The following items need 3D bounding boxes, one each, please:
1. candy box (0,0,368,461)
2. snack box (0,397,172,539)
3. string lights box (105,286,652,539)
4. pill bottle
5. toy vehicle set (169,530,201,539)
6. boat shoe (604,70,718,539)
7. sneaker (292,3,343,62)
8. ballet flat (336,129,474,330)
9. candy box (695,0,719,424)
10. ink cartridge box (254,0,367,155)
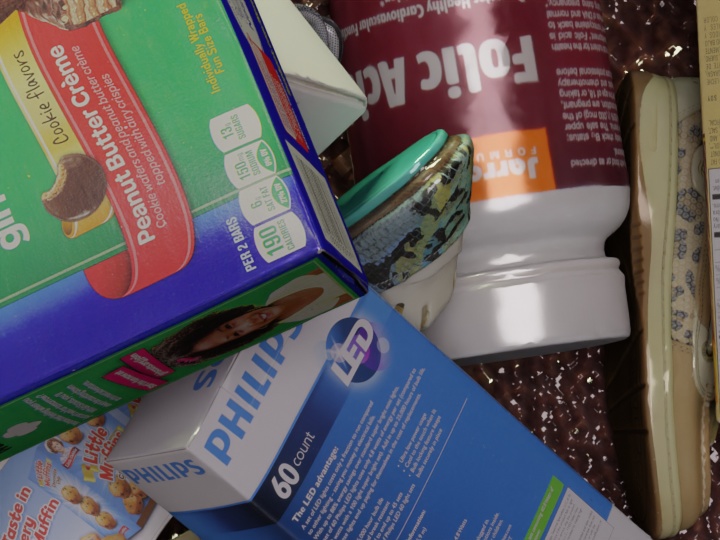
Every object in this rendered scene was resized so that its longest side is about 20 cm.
[{"bbox_3d":[-0.122,-0.030,0.960,0.200,0.077,0.169,-26,72,8],"label":"candy box"},{"bbox_3d":[-0.123,0.104,1.119,0.072,0.024,0.200,38,69,-8],"label":"snack box"},{"bbox_3d":[0.011,0.088,1.070,0.200,0.059,0.103,42,60,-23],"label":"string lights box"},{"bbox_3d":[0.050,-0.064,1.167,0.114,0.114,0.200,-8,85,-6],"label":"pill bottle"},{"bbox_3d":[-0.078,0.180,1.146,0.200,0.027,0.124,-27,88,-23],"label":"toy vehicle set"},{"bbox_3d":[0.140,0.013,1.190,0.063,0.073,0.200,1,82,-9],"label":"boat shoe"},{"bbox_3d":[-0.069,-0.114,1.139,0.114,0.075,0.200,-9,90,34],"label":"sneaker"},{"bbox_3d":[0.000,0.000,1.109,0.074,0.200,0.074,8,74,-28],"label":"ballet flat"},{"bbox_3d":[0.190,-0.035,1.175,0.055,0.115,0.200,-6,84,33],"label":"candy box"},{"bbox_3d":[-0.117,-0.091,1.072,0.146,0.084,0.200,-43,70,16],"label":"ink cartridge box"}]
